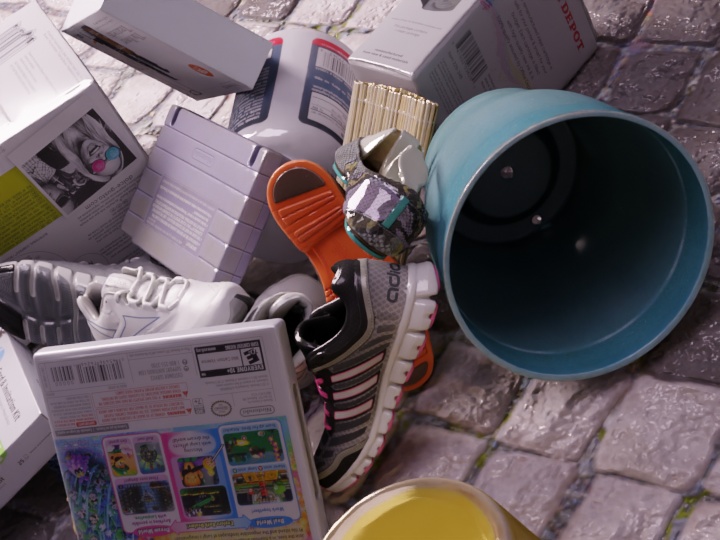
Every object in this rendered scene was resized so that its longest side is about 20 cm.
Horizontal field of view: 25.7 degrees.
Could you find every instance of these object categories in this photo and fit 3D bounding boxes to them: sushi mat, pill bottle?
[{"bbox_3d":[0.010,-0.051,1.289,0.095,0.012,0.201,21,103,45],"label":"sushi mat"},{"bbox_3d":[-0.062,-0.109,1.406,0.119,0.120,0.201,-13,44,21],"label":"pill bottle"}]

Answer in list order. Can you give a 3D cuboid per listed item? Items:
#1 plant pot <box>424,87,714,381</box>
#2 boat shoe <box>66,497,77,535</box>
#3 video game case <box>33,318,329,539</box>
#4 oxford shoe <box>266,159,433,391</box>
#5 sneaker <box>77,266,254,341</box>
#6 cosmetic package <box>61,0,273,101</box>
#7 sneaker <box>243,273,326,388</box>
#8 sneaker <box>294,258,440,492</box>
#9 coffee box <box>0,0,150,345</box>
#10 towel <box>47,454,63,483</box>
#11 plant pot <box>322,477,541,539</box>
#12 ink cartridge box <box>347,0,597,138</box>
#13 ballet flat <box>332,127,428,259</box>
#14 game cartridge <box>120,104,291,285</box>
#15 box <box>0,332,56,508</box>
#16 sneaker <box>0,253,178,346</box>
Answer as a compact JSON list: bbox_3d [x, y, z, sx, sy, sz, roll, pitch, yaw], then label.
[{"bbox_3d":[0.133,-0.047,1.181,0.200,0.201,0.188,-32,25,0],"label":"plant pot"},{"bbox_3d":[-0.132,0.175,1.218,0.199,0.072,0.077,-7,77,20],"label":"boat shoe"},{"bbox_3d":[-0.131,0.135,1.161,0.199,0.183,0.024,-8,12,19],"label":"video game case"},{"bbox_3d":[0.000,0.000,1.239,0.071,0.201,0.073,-28,2,9],"label":"oxford shoe"},{"bbox_3d":[-0.160,0.037,1.235,0.200,0.087,0.075,-16,29,48],"label":"sneaker"},{"bbox_3d":[-0.179,-0.212,1.430,0.052,0.150,0.200,-68,19,-5],"label":"cosmetic package"},{"bbox_3d":[-0.055,0.049,1.228,0.100,0.078,0.200,-56,4,32],"label":"sneaker"},{"bbox_3d":[-0.012,0.071,1.150,0.087,0.201,0.074,17,29,-7],"label":"sneaker"},{"bbox_3d":[-0.309,-0.092,1.482,0.200,0.198,0.200,-35,40,-4],"label":"coffee box"},{"bbox_3d":[-0.167,0.107,1.310,0.199,0.049,0.112,-17,42,18],"label":"towel"},{"bbox_3d":[0.062,0.227,0.939,0.200,0.189,0.201,-18,41,16],"label":"plant pot"},{"bbox_3d":[0.100,-0.187,1.361,0.085,0.148,0.200,19,60,42],"label":"ink cartridge box"},{"bbox_3d":[0.022,-0.068,1.178,0.072,0.072,0.200,-26,19,6],"label":"ballet flat"},{"bbox_3d":[-0.134,-0.059,1.335,0.200,0.038,0.130,30,102,56],"label":"game cartridge"},{"bbox_3d":[-0.340,0.164,1.326,0.200,0.041,0.156,-44,33,1],"label":"box"},{"bbox_3d":[-0.229,0.017,1.401,0.199,0.075,0.116,8,22,10],"label":"sneaker"}]
